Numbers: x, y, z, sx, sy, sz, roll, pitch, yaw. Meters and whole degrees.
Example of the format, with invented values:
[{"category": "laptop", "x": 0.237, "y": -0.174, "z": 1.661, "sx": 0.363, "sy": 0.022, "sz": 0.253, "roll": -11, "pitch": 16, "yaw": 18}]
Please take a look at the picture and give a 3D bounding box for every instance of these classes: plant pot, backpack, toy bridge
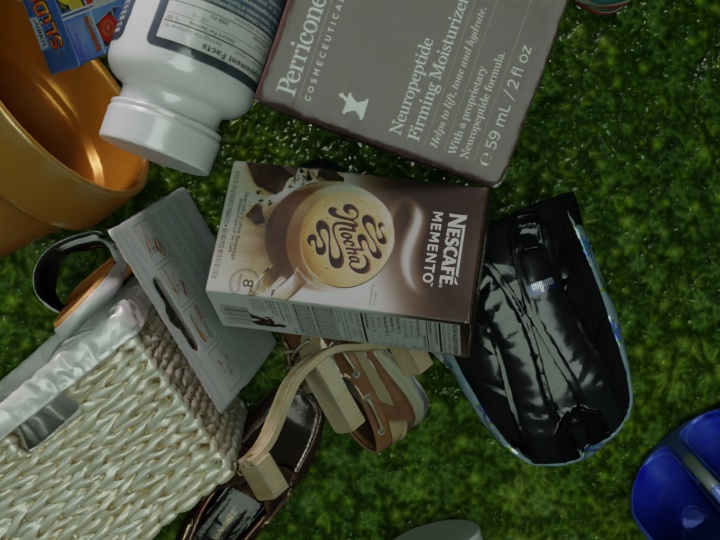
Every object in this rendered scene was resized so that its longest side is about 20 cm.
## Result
[{"category": "plant pot", "x": -0.302, "y": -0.092, "z": 1.063, "sx": 0.183, "sy": 0.200, "sz": 0.200, "roll": -35, "pitch": 97, "yaw": 19}, {"category": "backpack", "x": 0.147, "y": 0.064, "z": 1.115, "sx": 0.163, "sy": 0.154, "sz": 0.200, "roll": -27, "pitch": 75, "yaw": -2}, {"category": "toy bridge", "x": -0.022, "y": 0.097, "z": 1.061, "sx": 0.200, "sy": 0.027, "sz": 0.067, "roll": -37, "pitch": 103, "yaw": -35}]

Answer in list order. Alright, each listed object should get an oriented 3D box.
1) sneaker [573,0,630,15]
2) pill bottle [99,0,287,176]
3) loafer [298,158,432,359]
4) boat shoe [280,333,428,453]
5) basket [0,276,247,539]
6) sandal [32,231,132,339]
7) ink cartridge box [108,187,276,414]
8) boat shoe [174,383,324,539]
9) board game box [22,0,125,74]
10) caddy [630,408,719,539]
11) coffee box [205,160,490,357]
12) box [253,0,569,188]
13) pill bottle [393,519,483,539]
[{"category": "sneaker", "x": 0.145, "y": -0.276, "z": 1.087, "sx": 0.199, "sy": 0.093, "sz": 0.070, "roll": 30, "pitch": 95, "yaw": -5}, {"category": "pill bottle", "x": -0.127, "y": -0.182, "z": 1.033, "sx": 0.119, "sy": 0.120, "sz": 0.201, "roll": 20, "pitch": 86, "yaw": -3}, {"category": "loafer", "x": 0.000, "y": 0.000, "z": 1.128, "sx": 0.073, "sy": 0.072, "sz": 0.200, "roll": -35, "pitch": 97, "yaw": 2}, {"category": "boat shoe", "x": -0.027, "y": 0.070, "z": 1.124, "sx": 0.200, "sy": 0.076, "sz": 0.072, "roll": 46, "pitch": 58, "yaw": -5}, {"category": "basket", "x": -0.209, "y": 0.129, "z": 1.077, "sx": 0.198, "sy": 0.200, "sz": 0.161, "roll": -38, "pitch": 98, "yaw": 4}, {"category": "sandal", "x": -0.222, "y": 0.001, "z": 1.056, "sx": 0.079, "sy": 0.207, "sz": 0.059, "roll": -43, "pitch": 99, "yaw": -2}, {"category": "ink cartridge box", "x": -0.142, "y": 0.027, "z": 1.064, "sx": 0.050, "sy": 0.200, "sz": 0.163, "roll": -29, "pitch": 97, "yaw": 15}, {"category": "boat shoe", "x": -0.094, "y": 0.186, "z": 1.151, "sx": 0.070, "sy": 0.070, "sz": 0.200, "roll": 31, "pitch": 94, "yaw": -4}, {"category": "board game box", "x": -0.224, "y": -0.269, "z": 1.046, "sx": 0.034, "sy": 0.135, "sz": 0.201, "roll": -8, "pitch": 108, "yaw": 34}, {"category": "caddy", "x": 0.306, "y": 0.194, "z": 1.102, "sx": 0.141, "sy": 0.200, "sz": 0.105, "roll": -43, "pitch": 113, "yaw": 5}, {"category": "coffee box", "x": -0.005, "y": -0.009, "z": 1.024, "sx": 0.199, "sy": 0.080, "sz": 0.113, "roll": 6, "pitch": 68, "yaw": 8}, {"category": "box", "x": 0.038, "y": -0.176, "z": 1.061, "sx": 0.199, "sy": 0.164, "sz": 0.166, "roll": 19, "pitch": 96, "yaw": -3}, {"category": "pill bottle", "x": 0.086, "y": 0.323, "z": 1.149, "sx": 0.111, "sy": 0.111, "sz": 0.201, "roll": -14, "pitch": 97, "yaw": 1}]
